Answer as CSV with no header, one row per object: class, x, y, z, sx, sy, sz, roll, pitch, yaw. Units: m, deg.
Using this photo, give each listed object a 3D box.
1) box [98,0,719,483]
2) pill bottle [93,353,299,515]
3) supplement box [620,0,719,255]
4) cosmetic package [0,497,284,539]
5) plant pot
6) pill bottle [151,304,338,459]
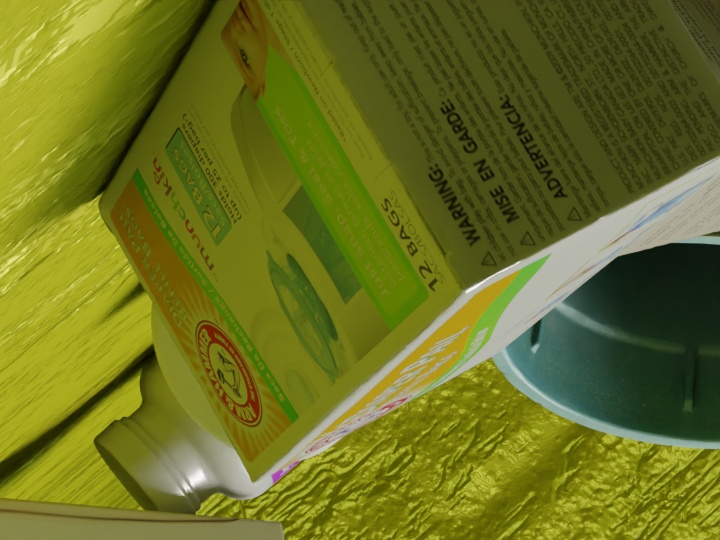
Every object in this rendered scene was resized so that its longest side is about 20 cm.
box,0.009,-0.027,0.674,0.101,0.113,0.200,-26,172,-25
pill bottle,-0.057,0.063,1.332,0.200,0.104,0.104,-40,177,-13
supplement box,0.108,-0.080,0.789,0.074,0.126,0.200,-42,163,30
cosmetic package,-0.148,0.184,1.269,0.200,0.073,0.104,9,147,-33
plant pot,0.170,-0.045,1.095,0.200,0.200,0.197,-45,-150,54
pill bottle,0.000,0.000,1.072,0.111,0.111,0.200,-43,175,40
